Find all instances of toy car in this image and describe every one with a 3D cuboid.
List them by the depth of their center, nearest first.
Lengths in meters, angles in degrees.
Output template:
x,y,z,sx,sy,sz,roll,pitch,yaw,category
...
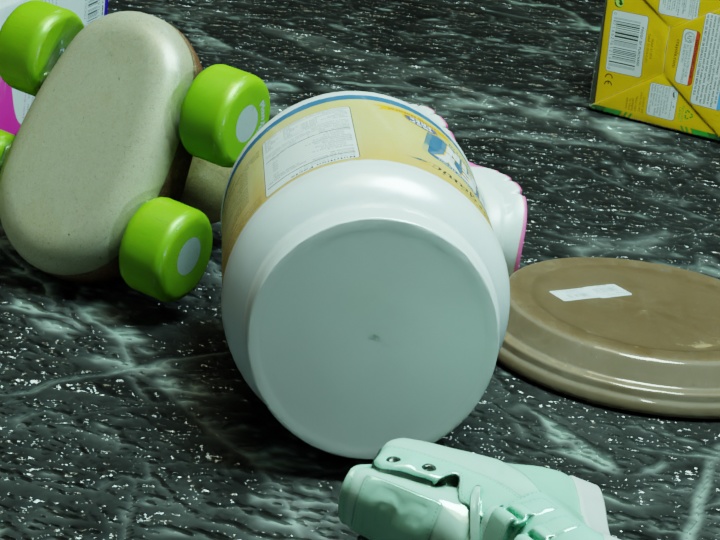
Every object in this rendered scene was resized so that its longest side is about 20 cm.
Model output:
x,y,z,sx,sy,sz,roll,pitch,yaw,category
-0.120,-0.053,1.342,0.163,0.159,0.200,21,-6,26,toy car

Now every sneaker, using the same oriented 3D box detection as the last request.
x,y,z,sx,sy,sz,roll,pitch,yaw,category
0.046,0.124,0.919,0.117,0.074,0.200,13,9,-4,sneaker
0.021,-0.052,1.408,0.087,0.082,0.200,-2,20,-29,sneaker

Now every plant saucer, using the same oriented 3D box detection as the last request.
x,y,z,sx,sy,sz,roll,pitch,yaw,category
0.164,0.034,1.300,0.198,0.030,0.200,6,20,-2,plant saucer

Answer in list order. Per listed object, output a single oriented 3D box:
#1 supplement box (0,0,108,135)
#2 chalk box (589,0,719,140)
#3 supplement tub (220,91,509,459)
x,y,z,sx,sy,sz,roll,pitch,yaw,category
-0.261,-0.163,1.584,0.102,0.102,0.200,11,19,11,supplement box
0.289,-0.196,1.858,0.123,0.126,0.200,16,22,25,chalk box
0.000,0.000,1.152,0.143,0.146,0.200,5,19,-6,supplement tub
